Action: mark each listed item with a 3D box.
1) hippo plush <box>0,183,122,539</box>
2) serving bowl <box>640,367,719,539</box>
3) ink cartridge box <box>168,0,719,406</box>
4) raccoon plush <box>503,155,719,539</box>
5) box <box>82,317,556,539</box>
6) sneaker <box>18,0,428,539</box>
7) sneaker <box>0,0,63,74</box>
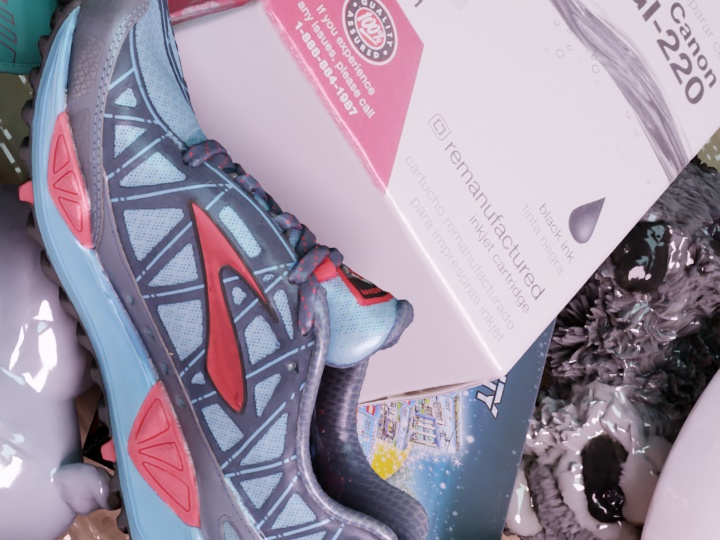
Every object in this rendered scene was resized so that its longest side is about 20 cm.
[{"bbox_3d":[-0.135,0.028,0.758,0.161,0.159,0.200,21,72,-31],"label":"hippo plush"},{"bbox_3d":[0.192,0.092,0.938,0.200,0.066,0.200,-19,123,-33],"label":"serving bowl"},{"bbox_3d":[0.036,-0.074,0.856,0.200,0.085,0.146,-47,113,-38],"label":"ink cartridge box"},{"bbox_3d":[0.097,0.022,0.990,0.097,0.134,0.200,26,23,-14],"label":"raccoon plush"},{"bbox_3d":[0.000,0.000,0.894,0.136,0.038,0.200,29,58,-20],"label":"box"},{"bbox_3d":[-0.030,0.005,0.767,0.079,0.095,0.200,-44,121,-66],"label":"sneaker"},{"bbox_3d":[-0.114,-0.121,0.790,0.083,0.200,0.121,6,66,2],"label":"sneaker"}]
